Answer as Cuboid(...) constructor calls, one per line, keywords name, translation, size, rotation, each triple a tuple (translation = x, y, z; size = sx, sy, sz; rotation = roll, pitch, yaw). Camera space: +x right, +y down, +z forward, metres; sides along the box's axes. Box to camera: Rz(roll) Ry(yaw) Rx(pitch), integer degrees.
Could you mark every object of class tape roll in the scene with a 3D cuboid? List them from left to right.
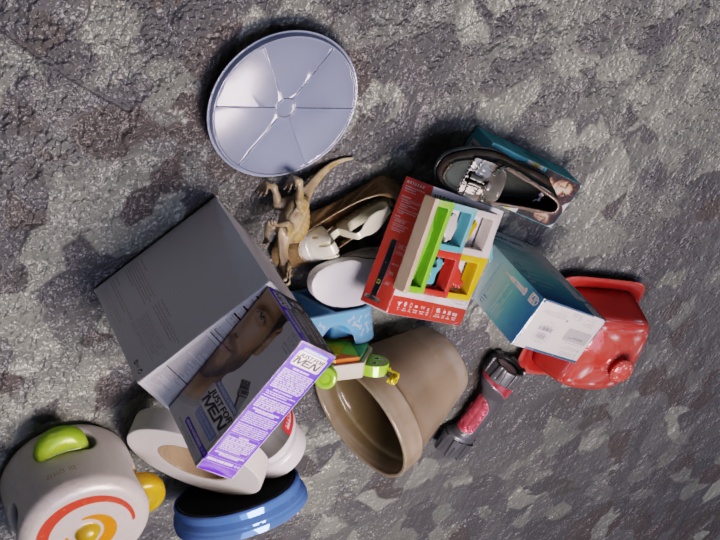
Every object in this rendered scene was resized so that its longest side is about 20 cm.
Cuboid(name="tape roll", translation=(-0.226, 0.253, 1.702), size=(0.203, 0.203, 0.037), rotation=(55, 46, -45))

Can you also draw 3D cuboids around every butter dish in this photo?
Cuboid(name="butter dish", translation=(0.387, 0.124, 1.989), size=(0.199, 0.148, 0.200), rotation=(5, 122, -35))

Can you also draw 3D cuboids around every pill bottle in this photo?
Cuboid(name="pill bottle", translation=(-0.162, 0.209, 1.745), size=(0.114, 0.114, 0.200), rotation=(-37, 136, 0))

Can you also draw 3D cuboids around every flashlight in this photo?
Cuboid(name="flashlight", translation=(0.191, 0.224, 2.013), size=(0.200, 0.068, 0.068), rotation=(-56, 170, 23))

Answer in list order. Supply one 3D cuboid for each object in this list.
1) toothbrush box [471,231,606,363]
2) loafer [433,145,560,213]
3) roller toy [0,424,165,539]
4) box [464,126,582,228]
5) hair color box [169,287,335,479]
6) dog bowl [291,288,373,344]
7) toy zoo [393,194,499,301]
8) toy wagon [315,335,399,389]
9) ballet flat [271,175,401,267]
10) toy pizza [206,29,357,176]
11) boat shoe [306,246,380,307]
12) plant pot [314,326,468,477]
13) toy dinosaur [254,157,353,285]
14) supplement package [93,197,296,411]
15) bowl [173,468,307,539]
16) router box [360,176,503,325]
Cuboid(name="toothbrush box", translation=(0.238, 0.031, 1.785), size=(0.146, 0.200, 0.085), rotation=(17, 115, -41))
Cuboid(name="loafer", translation=(0.192, -0.119, 1.661), size=(0.200, 0.063, 0.072), rotation=(9, 122, -35))
Cuboid(name="roller toy", translation=(-0.388, 0.318, 1.677), size=(0.182, 0.140, 0.200), rotation=(-47, 135, 11))
Cuboid(name="box", translation=(0.221, -0.130, 1.750), size=(0.200, 0.049, 0.082), rotation=(19, 114, -40))
Cuboid(name="hair color box", translation=(-0.130, 0.132, 1.433), size=(0.065, 0.109, 0.200), rotation=(31, 105, -42))
Cuboid(name="dog bowl", translation=(-0.066, 0.065, 1.682), size=(0.200, 0.111, 0.050), rotation=(-8, 115, -43))
Cuboid(name="toy zoo", translation=(0.127, -0.026, 1.658), size=(0.200, 0.020, 0.131), rotation=(10, 102, -54))
Cuboid(name="toy wagon", translation=(-0.042, 0.117, 1.682), size=(0.200, 0.155, 0.040), rotation=(9, 107, 10))
Cuboid(name="ballet flat", translation=(-0.025, -0.056, 1.643), size=(0.200, 0.072, 0.068), rotation=(-30, 126, -7))
Cuboid(name="toy pizza", translation=(-0.097, -0.206, 1.507), size=(0.200, 0.032, 0.200), rotation=(-16, 131, -20))
Cuboid(name="boat shoe", translation=(0.000, 0.000, 1.699), size=(0.200, 0.066, 0.072), rotation=(-12, 119, -36))
Cuboid(name="plant pot", translation=(0.059, 0.176, 1.823), size=(0.173, 0.200, 0.200), rotation=(-35, 138, -28))
Cuboid(name="toy dinosaur", translation=(-0.086, -0.084, 1.581), size=(0.101, 0.058, 0.200), rotation=(45, 63, -53))
Cuboid(name="supplement package", translation=(-0.193, 0.057, 1.548), size=(0.200, 0.191, 0.147), rotation=(-37, 136, 1))
Cuboid(name="bowl", translation=(-0.179, 0.336, 1.791), size=(0.200, 0.201, 0.039), rotation=(-17, 103, -19))
Cuboid(name="router box", translation=(0.101, -0.023, 1.688), size=(0.200, 0.049, 0.180), rotation=(11, 101, -55))
